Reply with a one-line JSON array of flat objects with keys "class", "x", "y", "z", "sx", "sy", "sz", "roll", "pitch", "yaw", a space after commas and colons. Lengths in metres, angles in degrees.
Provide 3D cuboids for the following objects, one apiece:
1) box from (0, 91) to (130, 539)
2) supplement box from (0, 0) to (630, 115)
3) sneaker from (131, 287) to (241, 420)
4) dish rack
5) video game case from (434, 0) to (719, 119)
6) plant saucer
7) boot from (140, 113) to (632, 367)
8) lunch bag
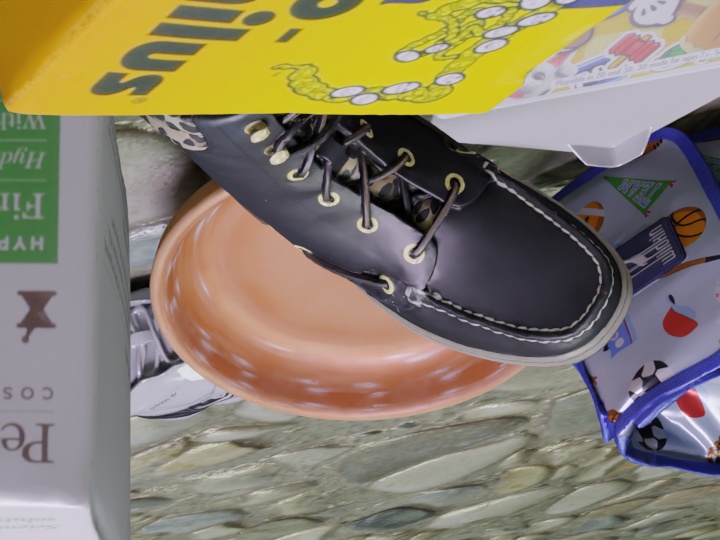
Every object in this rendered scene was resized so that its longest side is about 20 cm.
[{"class": "box", "x": -0.184, "y": 0.022, "z": 0.801, "sx": 0.198, "sy": 0.172, "sz": 0.200, "roll": -1, "pitch": 165, "yaw": -3}, {"class": "supplement box", "x": -0.012, "y": -0.139, "z": 0.386, "sx": 0.109, "sy": 0.201, "sz": 0.109, "roll": -3, "pitch": 161, "yaw": -36}, {"class": "sneaker", "x": -0.096, "y": 0.037, "z": 1.181, "sx": 0.115, "sy": 0.075, "sz": 0.200, "roll": -3, "pitch": 165, "yaw": -43}, {"class": "dish rack", "x": 0.101, "y": -0.089, "z": 0.972, "sx": 0.200, "sy": 0.044, "sz": 0.171, "roll": 2, "pitch": 159, "yaw": -44}, {"class": "video game case", "x": 0.128, "y": -0.129, "z": 0.809, "sx": 0.199, "sy": 0.023, "sz": 0.182, "roll": -11, "pitch": 150, "yaw": -11}, {"class": "plant saucer", "x": 0.000, "y": 0.000, "z": 1.072, "sx": 0.199, "sy": 0.038, "sz": 0.200, "roll": -1, "pitch": 140, "yaw": -1}, {"class": "boot", "x": -0.003, "y": -0.037, "z": 0.846, "sx": 0.074, "sy": 0.203, "sz": 0.154, "roll": -59, "pitch": 157, "yaw": -4}, {"class": "lunch bag", "x": 0.198, "y": 0.011, "z": 1.139, "sx": 0.199, "sy": 0.170, "sz": 0.124, "roll": -11, "pitch": 132, "yaw": -7}]
